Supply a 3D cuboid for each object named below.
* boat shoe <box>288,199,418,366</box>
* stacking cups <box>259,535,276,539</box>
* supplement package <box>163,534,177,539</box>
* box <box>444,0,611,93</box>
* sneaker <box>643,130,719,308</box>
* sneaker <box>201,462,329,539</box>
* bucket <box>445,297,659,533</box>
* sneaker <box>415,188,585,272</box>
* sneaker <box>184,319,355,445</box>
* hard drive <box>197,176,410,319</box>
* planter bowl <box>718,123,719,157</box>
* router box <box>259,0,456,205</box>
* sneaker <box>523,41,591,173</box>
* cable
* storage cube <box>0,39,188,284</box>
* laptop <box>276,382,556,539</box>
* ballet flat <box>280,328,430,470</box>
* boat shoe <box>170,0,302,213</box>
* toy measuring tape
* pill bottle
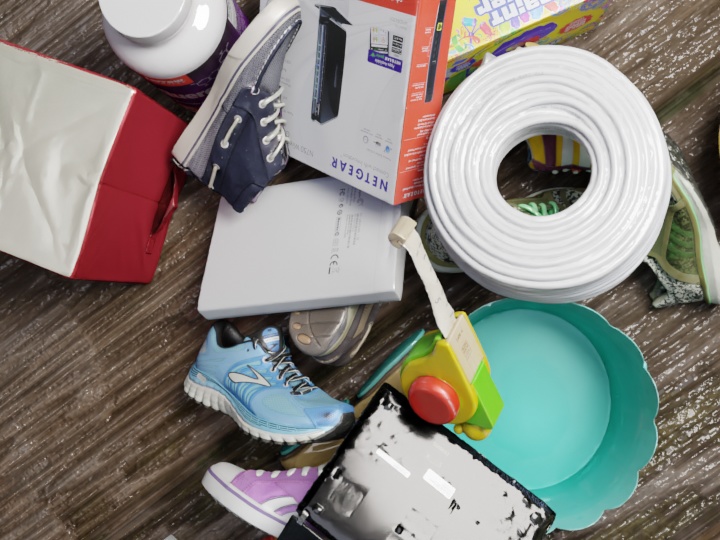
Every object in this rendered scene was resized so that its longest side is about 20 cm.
[{"bbox_3d":[0.000,0.000,0.803,0.073,0.074,0.202,19,69,33],"label":"boat shoe"},{"bbox_3d":[-0.026,0.247,0.802,0.196,0.060,0.062,-22,85,7],"label":"stacking cups"},{"bbox_3d":[-0.191,0.401,0.770,0.200,0.147,0.192,42,93,8],"label":"supplement package"},{"bbox_3d":[0.104,-0.291,0.776,0.196,0.122,0.196,-22,86,6],"label":"box"},{"bbox_3d":[0.265,-0.036,0.742,0.087,0.077,0.202,-23,117,20],"label":"sneaker"},{"bbox_3d":[-0.041,0.195,0.763,0.197,0.073,0.116,22,78,12],"label":"sneaker"},{"bbox_3d":[0.150,0.120,0.746,0.202,0.135,0.213,0,87,6],"label":"bucket"},{"bbox_3d":[0.147,-0.035,0.762,0.195,0.089,0.079,-10,89,-5],"label":"sneaker"},{"bbox_3d":[-0.086,0.098,0.770,0.197,0.078,0.092,18,96,35],"label":"sneaker"},{"bbox_3d":[-0.052,-0.025,0.780,0.196,0.027,0.134,-6,58,21],"label":"hard drive"},{"bbox_3d":[0.412,-0.110,0.750,0.195,0.083,0.206,0,88,7],"label":"planter bowl"},{"bbox_3d":[-0.013,-0.179,0.739,0.198,0.048,0.183,28,122,39],"label":"router box"},{"bbox_3d":[0.204,-0.120,0.780,0.198,0.075,0.090,36,116,-9],"label":"sneaker"},{"bbox_3d":[0.148,-0.077,0.670,0.197,0.069,0.203,26,86,17],"label":"cable"},{"bbox_3d":[-0.280,-0.096,0.786,0.196,0.180,0.174,20,90,6],"label":"storage cube"},{"bbox_3d":[0.029,0.234,0.691,0.176,0.104,0.201,35,72,7],"label":"laptop"},{"bbox_3d":[0.009,0.138,0.800,0.199,0.069,0.063,-42,92,16],"label":"ballet flat"},{"bbox_3d":[-0.088,-0.144,0.754,0.092,0.075,0.200,40,125,-2],"label":"boat shoe"},{"bbox_3d":[0.049,0.053,0.640,0.072,0.074,0.202,-26,114,5],"label":"toy measuring tape"},{"bbox_3d":[-0.163,-0.219,0.765,0.110,0.200,0.115,0,88,7],"label":"pill bottle"}]
